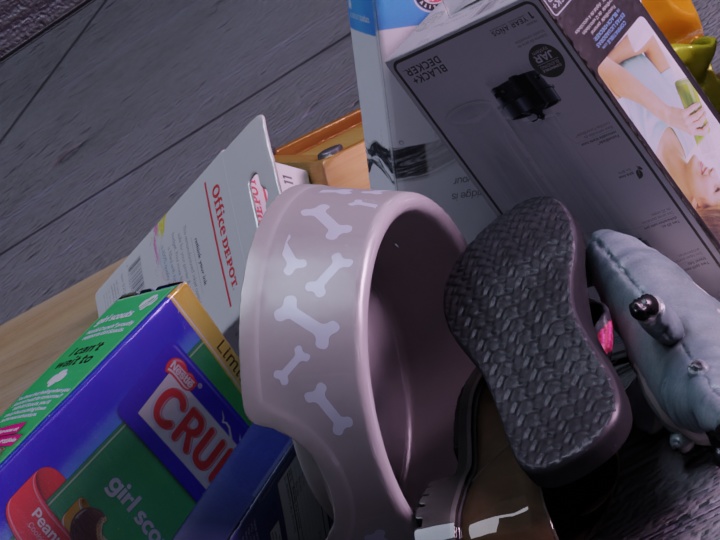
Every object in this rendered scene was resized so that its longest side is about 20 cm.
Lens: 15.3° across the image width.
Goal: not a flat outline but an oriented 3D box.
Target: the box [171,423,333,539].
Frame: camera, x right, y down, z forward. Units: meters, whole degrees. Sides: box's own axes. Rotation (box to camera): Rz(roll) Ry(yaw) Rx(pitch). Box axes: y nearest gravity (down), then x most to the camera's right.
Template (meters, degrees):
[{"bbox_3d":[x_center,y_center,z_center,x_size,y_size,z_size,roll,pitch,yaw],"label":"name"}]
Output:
[{"bbox_3d":[-0.049,0.145,1.280,0.032,0.122,0.200,8,37,21],"label":"box"}]

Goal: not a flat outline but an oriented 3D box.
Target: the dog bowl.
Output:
[{"bbox_3d":[0.013,0.053,1.279,0.058,0.201,0.200,-9,27,23],"label":"dog bowl"}]

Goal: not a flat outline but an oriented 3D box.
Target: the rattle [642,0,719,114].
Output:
[{"bbox_3d":[0.175,-0.101,1.457,0.130,0.143,0.200,-10,20,22],"label":"rattle"}]

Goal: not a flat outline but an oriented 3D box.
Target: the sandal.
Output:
[{"bbox_3d":[0.087,0.038,1.236,0.075,0.045,0.200,-33,34,15],"label":"sandal"}]

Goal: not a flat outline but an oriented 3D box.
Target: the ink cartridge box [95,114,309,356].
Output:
[{"bbox_3d":[-0.079,0.010,1.634,0.200,0.067,0.118,-45,45,38],"label":"ink cartridge box"}]

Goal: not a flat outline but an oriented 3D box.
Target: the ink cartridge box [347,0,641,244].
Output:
[{"bbox_3d":[0.076,-0.084,1.424,0.144,0.201,0.084,-9,10,-10],"label":"ink cartridge box"}]

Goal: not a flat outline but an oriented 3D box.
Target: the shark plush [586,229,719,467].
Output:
[{"bbox_3d":[0.139,0.044,1.214,0.091,0.083,0.200,-32,17,18],"label":"shark plush"}]

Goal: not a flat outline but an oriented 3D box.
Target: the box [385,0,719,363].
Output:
[{"bbox_3d":[0.118,-0.057,1.330,0.116,0.200,0.060,-22,20,48],"label":"box"}]

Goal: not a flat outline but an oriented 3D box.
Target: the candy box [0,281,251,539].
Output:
[{"bbox_3d":[-0.121,0.134,1.369,0.077,0.169,0.200,-10,31,52],"label":"candy box"}]

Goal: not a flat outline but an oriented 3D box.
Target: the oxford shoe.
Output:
[{"bbox_3d":[0.085,0.094,1.248,0.084,0.073,0.200,-14,25,17],"label":"oxford shoe"}]

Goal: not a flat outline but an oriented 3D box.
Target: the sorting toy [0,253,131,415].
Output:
[{"bbox_3d":[-0.224,0.099,1.763,0.200,0.070,0.199,-27,20,33],"label":"sorting toy"}]

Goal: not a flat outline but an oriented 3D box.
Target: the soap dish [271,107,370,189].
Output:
[{"bbox_3d":[0.019,-0.063,1.720,0.157,0.082,0.200,-27,10,-16],"label":"soap dish"}]
